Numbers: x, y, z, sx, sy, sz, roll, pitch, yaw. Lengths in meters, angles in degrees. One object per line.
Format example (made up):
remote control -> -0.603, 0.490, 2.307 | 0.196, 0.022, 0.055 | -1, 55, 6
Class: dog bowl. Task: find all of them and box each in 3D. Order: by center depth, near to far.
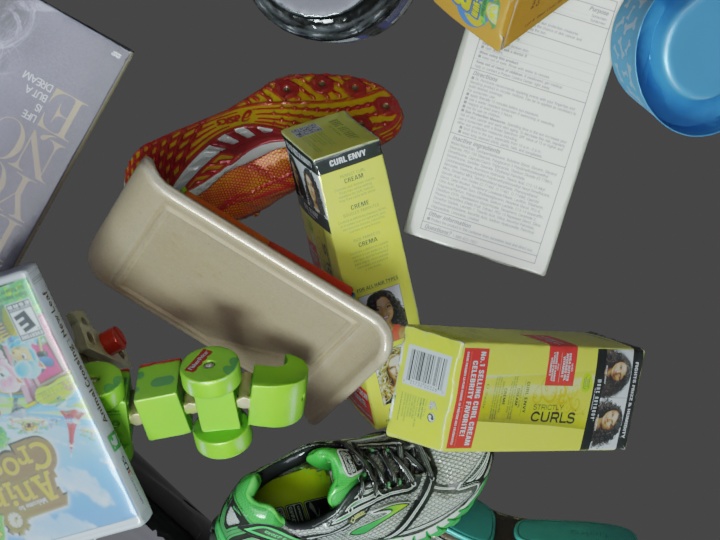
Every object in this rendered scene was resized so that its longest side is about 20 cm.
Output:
dog bowl -> 0.246, -0.174, 1.578 | 0.200, 0.050, 0.111 | -40, 118, -14

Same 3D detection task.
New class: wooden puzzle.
wooden puzzle -> -0.080, 0.013, 1.587 | 0.200, 0.185, 0.037 | 36, 64, -4

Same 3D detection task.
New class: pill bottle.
pill bottle -> -0.019, -0.203, 1.551 | 0.112, 0.200, 0.112 | 0, 95, 4

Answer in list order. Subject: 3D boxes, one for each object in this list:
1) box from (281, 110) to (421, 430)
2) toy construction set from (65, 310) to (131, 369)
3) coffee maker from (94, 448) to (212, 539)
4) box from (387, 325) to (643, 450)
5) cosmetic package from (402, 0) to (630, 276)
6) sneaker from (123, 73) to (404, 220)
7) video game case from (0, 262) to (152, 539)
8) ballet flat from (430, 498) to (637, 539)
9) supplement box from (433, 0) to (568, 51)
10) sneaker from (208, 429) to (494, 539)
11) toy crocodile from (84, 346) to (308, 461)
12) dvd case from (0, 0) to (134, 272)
box -> 0.000, 0.000, 1.595 | 0.050, 0.075, 0.200 | -20, 115, -14
toy construction set -> -0.246, 0.102, 1.632 | 0.200, 0.131, 0.092 | -39, 47, 5
coffee maker -> -0.133, 0.196, 1.640 | 0.200, 0.135, 0.192 | 41, 72, -1
box -> 0.104, 0.077, 1.568 | 0.050, 0.200, 0.075 | 15, 96, 41
cosmetic package -> 0.106, -0.107, 1.615 | 0.104, 0.073, 0.200 | 18, 95, 2
sneaker -> -0.067, -0.078, 1.638 | 0.200, 0.077, 0.073 | -19, 58, -8
video game case -> -0.254, 0.104, 1.545 | 0.200, 0.022, 0.182 | -17, 104, 26
ballet flat -> 0.093, 0.195, 1.649 | 0.200, 0.068, 0.075 | 14, 115, 1
supplement box -> 0.136, -0.224, 1.549 | 0.069, 0.067, 0.200 | 38, 55, 17
sneaker -> 0.002, 0.143, 1.571 | 0.200, 0.085, 0.078 | -19, 67, -23
toy crocodile -> -0.132, 0.084, 1.559 | 0.200, 0.062, 0.068 | -7, 125, 4
dvd case -> -0.269, -0.101, 1.667 | 0.149, 0.016, 0.200 | 30, 96, 0
